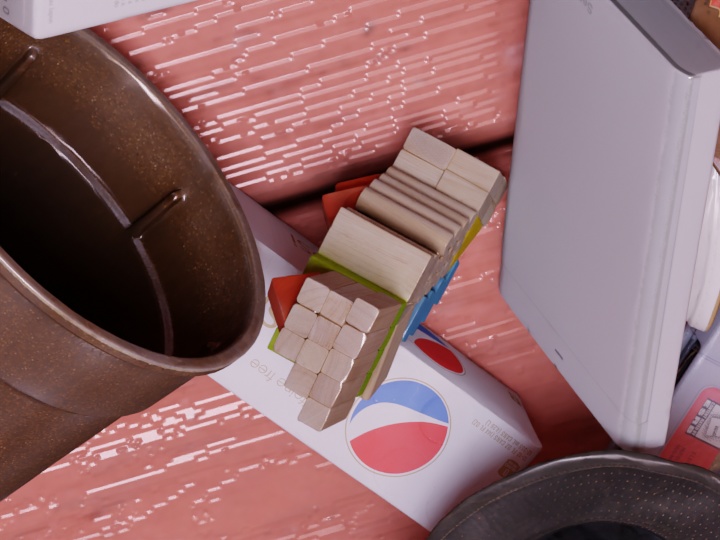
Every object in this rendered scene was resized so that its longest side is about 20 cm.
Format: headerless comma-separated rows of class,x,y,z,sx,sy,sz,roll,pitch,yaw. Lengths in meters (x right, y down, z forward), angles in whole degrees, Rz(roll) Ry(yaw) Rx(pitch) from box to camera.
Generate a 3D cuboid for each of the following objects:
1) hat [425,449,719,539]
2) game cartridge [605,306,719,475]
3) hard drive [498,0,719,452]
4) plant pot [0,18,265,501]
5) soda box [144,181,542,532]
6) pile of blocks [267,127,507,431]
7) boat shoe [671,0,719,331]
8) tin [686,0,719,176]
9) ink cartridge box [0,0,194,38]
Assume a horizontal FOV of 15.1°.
hat,0.108,0.150,1.263,0.199,0.081,0.202,3,119,5
game cartridge,0.186,0.109,1.346,0.132,0.041,0.201,24,107,-23
hard drive,0.107,-0.037,1.191,0.026,0.132,0.201,-14,131,-21
plant pot,-0.178,0.015,1.155,0.200,0.201,0.198,39,118,-22
soda box,-0.012,0.042,1.266,0.200,0.064,0.068,36,103,-22
pile of blocks,0.000,0.000,1.200,0.062,0.200,0.082,28,125,10
boat shoe,0.142,-0.067,1.250,0.069,0.071,0.201,2,117,6
tin,0.192,-0.083,1.201,0.200,0.042,0.113,46,59,-57
ink cartridge box,-0.051,-0.188,1.032,0.199,0.050,0.163,-20,129,-36
